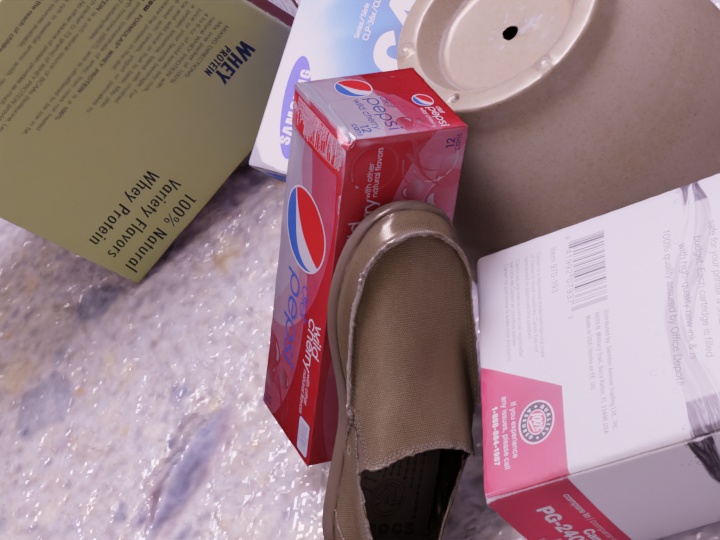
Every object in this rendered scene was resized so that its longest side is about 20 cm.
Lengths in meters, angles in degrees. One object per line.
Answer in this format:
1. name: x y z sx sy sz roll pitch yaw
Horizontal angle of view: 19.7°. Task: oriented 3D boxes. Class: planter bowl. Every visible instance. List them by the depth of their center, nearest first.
1. planter bowl: 0.102 -0.097 1.100 0.200 0.135 0.201 -21 47 24

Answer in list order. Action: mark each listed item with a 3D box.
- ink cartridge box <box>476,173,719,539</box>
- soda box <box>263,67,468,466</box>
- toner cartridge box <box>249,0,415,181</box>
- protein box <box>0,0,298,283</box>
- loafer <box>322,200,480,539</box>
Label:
1. ink cartridge box: 0.161 0.039 0.986 0.200 0.083 0.146 -19 48 25
2. soda box: 0.000 0.000 1.063 0.070 0.200 0.063 -10 37 -24
3. toner cartridge box: 0.013 -0.141 1.203 0.095 0.043 0.201 16 87 25
4. protein box: -0.168 -0.136 1.261 0.199 0.200 0.135 -48 41 16
5. loafer: 0.026 0.066 1.017 0.076 0.201 0.067 -7 21 -24
